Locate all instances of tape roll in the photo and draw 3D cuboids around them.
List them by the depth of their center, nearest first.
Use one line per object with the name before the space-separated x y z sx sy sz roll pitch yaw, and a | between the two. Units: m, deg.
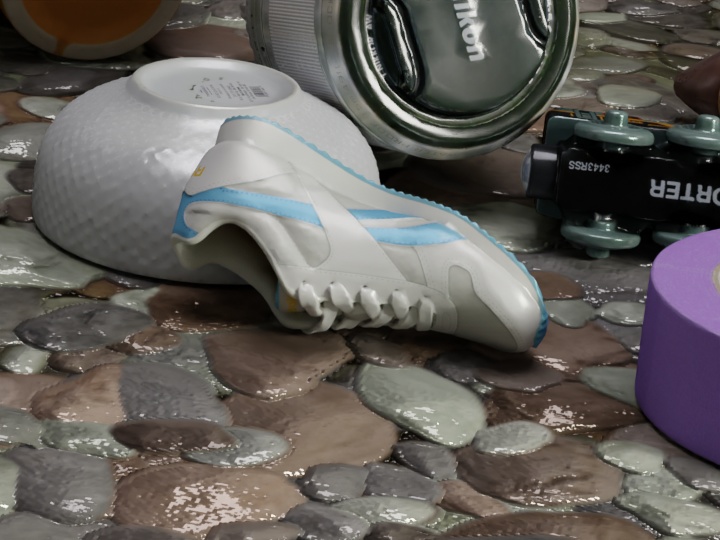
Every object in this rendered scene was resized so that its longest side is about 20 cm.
tape roll | 0.237 0.042 1.338 0.198 0.066 0.200 5 20 -2

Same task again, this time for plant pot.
plant pot | -0.192 -0.242 1.819 0.198 0.201 0.184 0 37 -15

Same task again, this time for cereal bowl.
cereal bowl | -0.084 -0.066 1.510 0.198 0.084 0.200 4 20 -2

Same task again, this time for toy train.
toy train | 0.189 -0.051 1.552 0.198 0.086 0.114 6 11 -1

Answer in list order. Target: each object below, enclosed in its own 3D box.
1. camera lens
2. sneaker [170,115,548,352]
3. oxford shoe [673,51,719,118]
camera lens | 0.028 -0.152 1.613 0.159 0.161 0.200 -2 8 -19
sneaker | 0.000 0.000 1.384 0.199 0.077 0.081 25 65 10
oxford shoe | 0.294 -0.139 1.819 0.199 0.072 0.072 -13 23 -39
